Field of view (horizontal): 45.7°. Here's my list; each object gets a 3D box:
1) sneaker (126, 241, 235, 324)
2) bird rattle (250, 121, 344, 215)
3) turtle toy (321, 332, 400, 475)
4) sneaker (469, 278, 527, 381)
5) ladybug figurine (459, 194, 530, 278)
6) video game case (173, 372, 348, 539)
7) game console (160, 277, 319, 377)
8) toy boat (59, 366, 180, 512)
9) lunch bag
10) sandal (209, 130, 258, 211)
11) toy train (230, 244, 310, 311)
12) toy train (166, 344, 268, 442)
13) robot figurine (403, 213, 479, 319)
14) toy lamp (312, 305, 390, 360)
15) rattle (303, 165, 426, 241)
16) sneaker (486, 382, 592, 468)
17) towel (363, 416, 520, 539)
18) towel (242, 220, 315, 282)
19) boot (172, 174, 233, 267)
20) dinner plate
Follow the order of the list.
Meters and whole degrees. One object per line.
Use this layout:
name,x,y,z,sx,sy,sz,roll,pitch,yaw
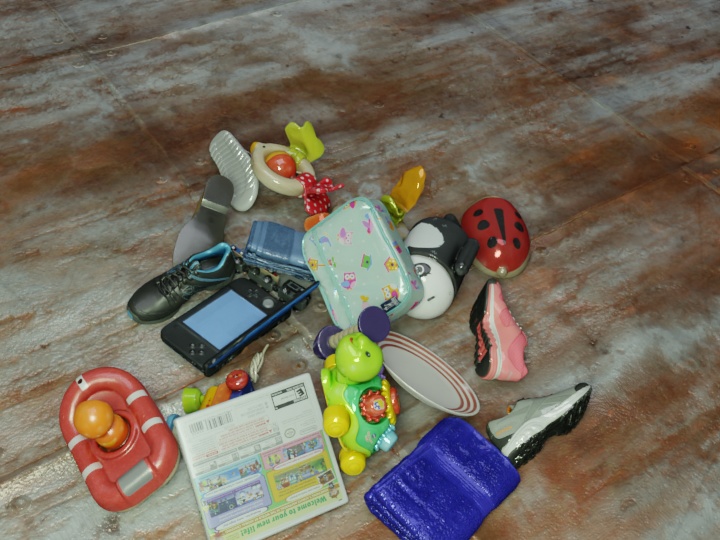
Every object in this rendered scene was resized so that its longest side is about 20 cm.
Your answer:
sneaker,-0.292,0.014,1.388,0.198,0.082,0.074,-32,71,-27
bird rattle,-0.130,-0.179,1.609,0.160,0.113,0.203,5,51,-27
turtle toy,0.000,0.176,1.195,0.099,0.203,0.147,-14,34,8
sneaker,0.232,0.103,1.409,0.085,0.074,0.203,15,46,-12
ladybug figurine,0.250,-0.069,1.575,0.132,0.073,0.203,1,44,-8
video game case,-0.131,0.256,1.143,0.196,0.022,0.186,-16,84,-24
game console,-0.188,0.060,1.332,0.169,0.120,0.199,32,43,23
toy boat,-0.335,0.210,1.135,0.130,0.132,0.200,-37,55,-9
lunch bag,0.000,0.000,1.364,0.077,0.159,0.203,7,56,-65
sandal,-0.232,-0.194,1.645,0.049,0.082,0.205,26,31,-50
toy train,-0.165,0.007,1.461,0.198,0.035,0.046,30,44,21
toy train,-0.208,0.184,1.249,0.113,0.086,0.202,-4,37,13
robot figurine,0.119,-0.011,1.453,0.123,0.152,0.201,28,47,4
toy lamp,-0.020,0.100,1.279,0.057,0.199,0.060,6,75,-24
rattle,0.013,-0.117,1.513,0.196,0.144,0.132,11,44,-28
sneaker,0.273,0.214,1.285,0.197,0.075,0.079,-23,46,-29
towel,0.116,0.298,1.189,0.147,0.050,0.199,34,49,26
towel,-0.100,-0.025,1.473,0.195,0.049,0.113,15,32,-6
boot,-0.279,-0.067,1.508,0.073,0.075,0.203,26,60,-14
dinner plate,0.093,0.158,1.290,0.198,0.024,0.201,33,15,-10
